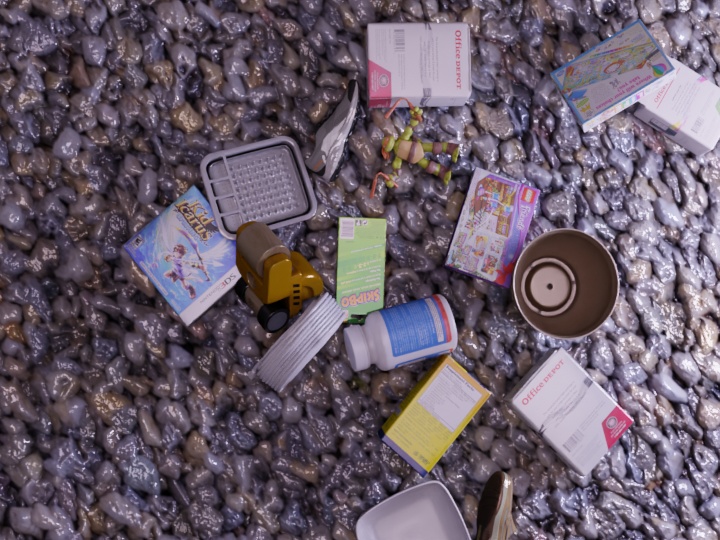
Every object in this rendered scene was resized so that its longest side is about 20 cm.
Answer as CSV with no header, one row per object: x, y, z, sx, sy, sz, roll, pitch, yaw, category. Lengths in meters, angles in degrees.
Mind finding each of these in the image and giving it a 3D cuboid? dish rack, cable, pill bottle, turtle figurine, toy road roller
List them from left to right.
-0.195,-0.153,1.710,0.197,0.044,0.174,-17,81,-16,dish rack
-0.146,0.000,1.658,0.144,0.202,0.123,-23,48,-27,toy road roller
-0.108,0.131,1.638,0.069,0.200,0.200,43,63,0,cable
0.072,0.121,1.681,0.196,0.112,0.114,-14,87,-11,pill bottle
0.102,-0.220,1.739,0.159,0.065,0.203,17,104,-5,turtle figurine

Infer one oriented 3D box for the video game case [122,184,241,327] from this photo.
-0.321,-0.028,1.716,0.181,0.045,0.201,-40,89,-5,video game case

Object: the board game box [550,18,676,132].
0.485,-0.376,1.735,0.198,0.034,0.136,-30,65,10,board game box

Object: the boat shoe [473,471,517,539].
0.263,0.484,1.708,0.075,0.072,0.204,13,93,-16,boat shoe

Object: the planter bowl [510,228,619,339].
0.372,0.028,1.700,0.196,0.135,0.205,0,87,-2,planter bowl

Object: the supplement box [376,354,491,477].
0.136,0.269,1.687,0.109,0.110,0.201,40,86,0,supplement box

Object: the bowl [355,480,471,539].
0.101,0.509,1.688,0.197,0.075,0.203,-24,89,-4,bowl

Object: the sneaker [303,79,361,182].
-0.050,-0.277,1.732,0.078,0.074,0.203,21,86,4,sneaker

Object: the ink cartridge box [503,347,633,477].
0.392,0.265,1.712,0.200,0.083,0.145,45,86,1,ink cartridge box

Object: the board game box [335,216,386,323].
0.000,0.000,1.738,0.094,0.030,0.204,2,85,-3,board game box

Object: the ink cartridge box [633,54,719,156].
0.622,-0.331,1.768,0.198,0.067,0.118,33,85,0,ink cartridge box

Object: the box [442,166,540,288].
0.254,-0.082,1.749,0.135,0.039,0.203,19,86,-1,box

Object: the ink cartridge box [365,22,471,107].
0.110,-0.395,1.740,0.196,0.083,0.150,-1,86,-2,ink cartridge box
